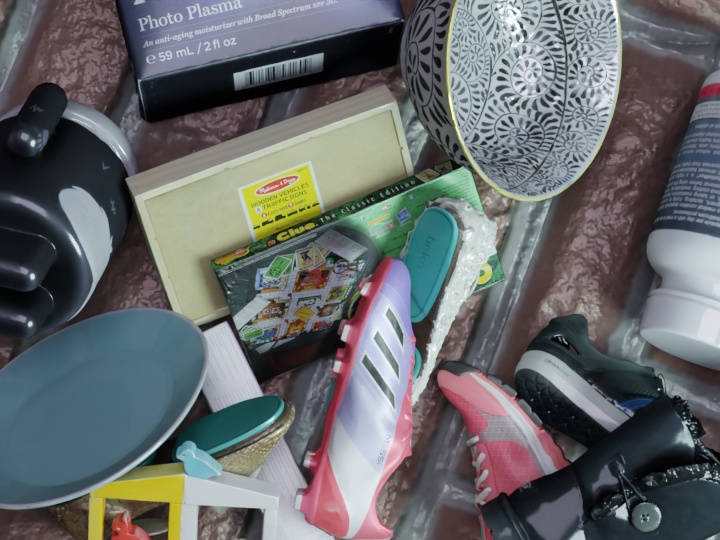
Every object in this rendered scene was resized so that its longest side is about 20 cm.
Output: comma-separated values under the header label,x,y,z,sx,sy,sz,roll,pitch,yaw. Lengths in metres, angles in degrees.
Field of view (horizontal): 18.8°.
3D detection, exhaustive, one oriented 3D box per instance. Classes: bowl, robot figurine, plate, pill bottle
label,x,y,z,sx,sy,sz,roll,pitch,yaw
bowl,0.091,-0.151,1.548,0.094,0.201,0.201,6,76,42
robot figurine,-0.231,-0.038,1.528,0.150,0.200,0.125,-34,111,32
plate,-0.193,0.101,1.526,0.200,0.200,0.026,-30,123,-7
pill bottle,0.275,-0.034,1.577,0.119,0.120,0.200,21,80,2

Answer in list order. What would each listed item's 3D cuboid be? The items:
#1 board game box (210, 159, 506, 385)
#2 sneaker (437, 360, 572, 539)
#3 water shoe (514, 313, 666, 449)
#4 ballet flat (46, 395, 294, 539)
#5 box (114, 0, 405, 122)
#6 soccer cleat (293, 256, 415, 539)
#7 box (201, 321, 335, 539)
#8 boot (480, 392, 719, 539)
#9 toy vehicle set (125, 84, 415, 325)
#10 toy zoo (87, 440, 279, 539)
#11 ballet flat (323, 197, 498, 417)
label,x,y,z,sx,sy,sz,roll,pitch,yaw
board game box,0.000,0.000,1.582,0.200,0.023,0.105,-22,118,-6
sneaker,0.109,0.154,1.562,0.087,0.074,0.200,-39,84,-6
water shoe,0.207,0.108,1.573,0.200,0.071,0.079,39,62,-6
ballet flat,-0.126,0.147,1.544,0.200,0.071,0.065,-19,111,19
box,-0.089,-0.236,1.600,0.200,0.123,0.199,-14,80,-5
soccer cleat,0.011,0.091,1.527,0.076,0.067,0.200,16,92,-3
box,-0.070,0.135,1.576,0.041,0.039,0.200,-27,82,-7
boot,0.200,0.203,1.499,0.168,0.076,0.200,-29,95,8
toy vehicle set,-0.057,-0.044,1.569,0.200,0.027,0.124,-20,126,-9
toy zoo,-0.125,0.209,1.517,0.131,0.020,0.200,4,113,-1
ballet flat,0.044,0.040,1.570,0.072,0.072,0.200,29,109,3
